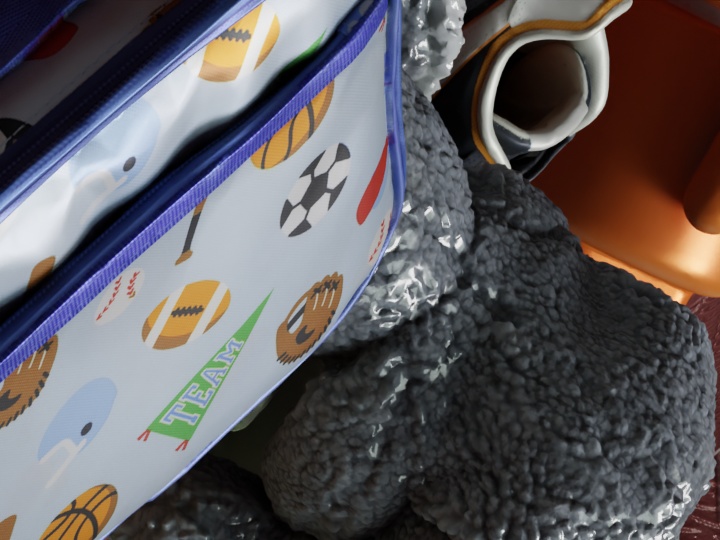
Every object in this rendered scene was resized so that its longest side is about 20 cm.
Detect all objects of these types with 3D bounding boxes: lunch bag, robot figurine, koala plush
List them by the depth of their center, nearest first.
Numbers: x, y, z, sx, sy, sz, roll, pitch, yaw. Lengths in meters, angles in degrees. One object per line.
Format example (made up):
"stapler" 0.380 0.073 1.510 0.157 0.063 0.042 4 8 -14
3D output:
"lunch bag" -0.074 0.000 0.578 0.200 0.075 0.161 -44 159 -22
"koala plush" 0.000 0.000 0.819 0.178 0.183 0.201 -49 125 -28
"robot figurine" 0.128 -0.070 1.111 0.201 0.116 0.144 -63 165 9

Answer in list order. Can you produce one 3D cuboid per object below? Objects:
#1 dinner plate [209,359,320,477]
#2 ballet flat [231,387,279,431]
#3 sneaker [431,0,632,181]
"dinner plate" -0.004 0.049 0.968 0.200 0.200 0.024 -44 126 -19
"ballet flat" -0.073 0.039 0.917 0.200 0.071 0.071 -38 163 -36
"sneaker" 0.032 -0.053 0.969 0.078 0.079 0.200 -39 165 -35
